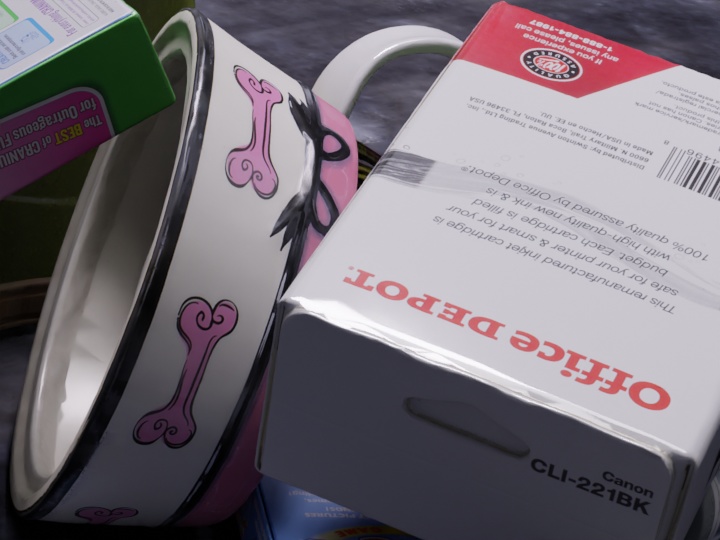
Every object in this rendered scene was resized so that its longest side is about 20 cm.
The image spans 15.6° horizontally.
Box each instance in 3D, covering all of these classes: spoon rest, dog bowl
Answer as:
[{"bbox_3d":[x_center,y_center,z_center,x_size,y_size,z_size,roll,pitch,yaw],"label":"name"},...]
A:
[{"bbox_3d":[0.074,-0.080,1.355,0.200,0.061,0.099,16,13,-29],"label":"spoon rest"},{"bbox_3d":[-0.065,0.007,0.987,0.074,0.200,0.200,19,20,-15],"label":"dog bowl"}]

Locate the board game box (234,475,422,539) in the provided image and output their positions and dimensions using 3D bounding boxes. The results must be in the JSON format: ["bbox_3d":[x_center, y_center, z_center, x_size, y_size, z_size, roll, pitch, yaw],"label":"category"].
[{"bbox_3d":[0.029,0.093,1.003,0.151,0.037,0.200,5,22,-12],"label":"board game box"}]

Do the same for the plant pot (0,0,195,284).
[{"bbox_3d":[-0.149,-0.108,1.220,0.200,0.190,0.200,8,22,-3],"label":"plant pot"}]

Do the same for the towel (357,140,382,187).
[{"bbox_3d":[-0.081,-0.097,1.364,0.200,0.023,0.144,27,-1,34],"label":"towel"}]

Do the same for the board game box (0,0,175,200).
[{"bbox_3d":[-0.187,-0.056,0.955,0.200,0.040,0.153,-30,34,-12],"label":"board game box"}]

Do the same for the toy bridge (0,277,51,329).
[{"bbox_3d":[-0.106,0.025,1.129,0.200,0.027,0.067,2,22,-17],"label":"toy bridge"}]

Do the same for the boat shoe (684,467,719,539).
[{"bbox_3d":[0.055,0.048,0.986,0.202,0.075,0.065,27,21,28],"label":"boat shoe"}]

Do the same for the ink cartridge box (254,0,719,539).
[{"bbox_3d":[0.070,0.009,0.907,0.144,0.084,0.200,21,41,13],"label":"ink cartridge box"}]
